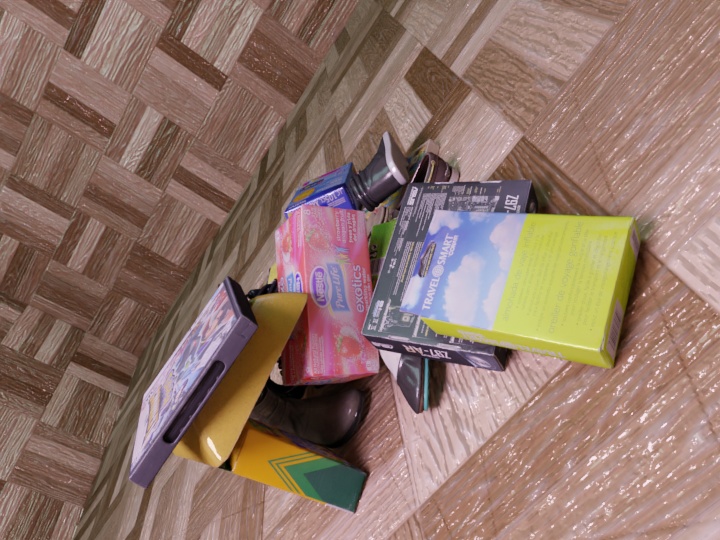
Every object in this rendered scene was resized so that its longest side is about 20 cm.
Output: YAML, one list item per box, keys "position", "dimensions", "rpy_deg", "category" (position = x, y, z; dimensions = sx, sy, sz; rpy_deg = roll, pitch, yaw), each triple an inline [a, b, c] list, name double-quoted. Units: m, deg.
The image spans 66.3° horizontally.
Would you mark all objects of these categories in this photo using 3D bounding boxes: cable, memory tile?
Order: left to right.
- position: [-0.131, 0.121, 0.927]
  dimensions: [0.049, 0.208, 0.162]
  rpy_deg: [-8, 7, 31]
  category: "cable"
- position: [0.000, 0.000, 0.911]
  dimensions: [0.153, 0.016, 0.207]
  rpy_deg: [153, 134, -73]
  category: "memory tile"

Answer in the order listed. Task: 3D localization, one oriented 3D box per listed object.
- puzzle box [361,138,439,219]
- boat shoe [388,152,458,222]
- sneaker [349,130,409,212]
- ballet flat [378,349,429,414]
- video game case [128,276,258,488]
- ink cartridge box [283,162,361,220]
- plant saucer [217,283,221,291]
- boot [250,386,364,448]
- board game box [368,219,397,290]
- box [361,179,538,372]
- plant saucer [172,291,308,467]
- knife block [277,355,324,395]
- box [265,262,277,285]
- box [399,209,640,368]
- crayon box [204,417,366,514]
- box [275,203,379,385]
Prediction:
- position: [0.059, -0.135, 0.994]
  dimensions: [0.198, 0.025, 0.137]
  rpy_deg: [-29, 39, 53]
  category: "puzzle box"
- position: [0.076, -0.081, 0.845]
  dimensions: [0.204, 0.058, 0.072]
  rpy_deg: [-59, 22, 4]
  category: "boat shoe"
- position: [0.028, -0.168, 0.928]
  dimensions: [0.098, 0.071, 0.202]
  rpy_deg: [-34, 20, 19]
  category: "sneaker"
- position: [0.058, 0.079, 0.673]
  dimensions: [0.069, 0.066, 0.204]
  rpy_deg: [85, -167, -46]
  category: "ballet flat"
- position: [-0.183, 0.104, 0.603]
  dimensions: [0.183, 0.025, 0.199]
  rpy_deg: [-55, 20, -2]
  category: "video game case"
- position: [-0.069, -0.130, 1.096]
  dimensions: [0.133, 0.078, 0.202]
  rpy_deg: [-21, 24, 15]
  category: "ink cartridge box"
- position: [-0.197, 0.124, 0.839]
  dimensions: [0.200, 0.034, 0.209]
  rpy_deg: [178, 90, -78]
  category: "plant saucer"
- position: [-0.091, 0.200, 0.778]
  dimensions: [0.199, 0.128, 0.069]
  rpy_deg: [-37, 31, 45]
  category: "boot"
- position: [0.098, -0.036, 0.693]
  dimensions: [0.194, 0.030, 0.098]
  rpy_deg: [-14, 46, 28]
  category: "board game box"
- position: [0.101, -0.004, 0.616]
  dimensions: [0.156, 0.044, 0.206]
  rpy_deg: [3, 64, 34]
  category: "box"
- position: [-0.159, 0.114, 0.642]
  dimensions: [0.198, 0.048, 0.204]
  rpy_deg: [-21, 38, 55]
  category: "plant saucer"
- position: [-0.038, 0.124, 0.830]
  dimensions: [0.194, 0.066, 0.176]
  rpy_deg: [-23, -16, 4]
  category: "knife block"
- position: [-0.131, -0.008, 1.195]
  dimensions: [0.198, 0.074, 0.052]
  rpy_deg: [-33, 41, 48]
  category: "box"
- position: [0.142, 0.008, 0.513]
  dimensions: [0.195, 0.048, 0.125]
  rpy_deg: [7, 67, 41]
  category: "box"
- position: [-0.104, 0.227, 0.678]
  dimensions: [0.125, 0.196, 0.053]
  rpy_deg: [-4, 61, 63]
  category: "crayon box"
- position: [-0.045, 0.034, 0.691]
  dimensions: [0.102, 0.092, 0.208]
  rpy_deg: [-28, 63, 57]
  category: "box"
